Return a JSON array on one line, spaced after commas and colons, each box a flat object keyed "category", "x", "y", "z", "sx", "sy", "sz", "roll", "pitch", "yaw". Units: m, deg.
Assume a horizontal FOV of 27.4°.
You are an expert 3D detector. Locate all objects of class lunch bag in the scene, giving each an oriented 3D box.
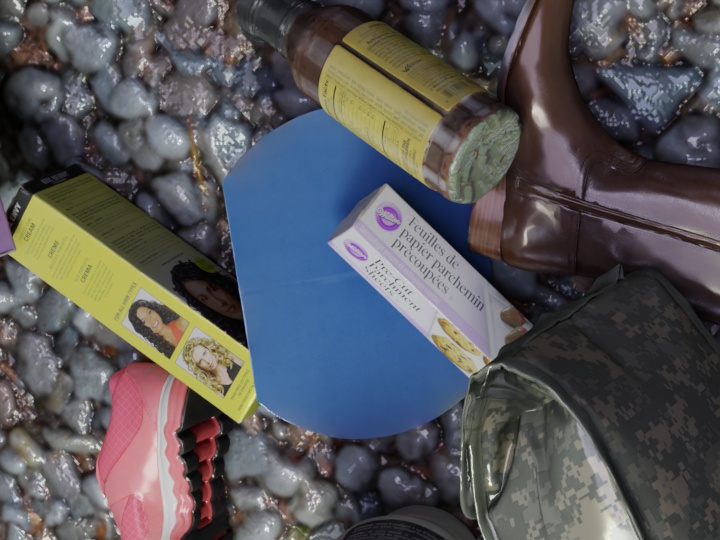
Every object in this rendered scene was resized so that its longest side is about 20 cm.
[{"category": "lunch bag", "x": 0.143, "y": 0.109, "z": 0.786, "sx": 0.117, "sy": 0.164, "sz": 0.201, "roll": -28, "pitch": 88, "yaw": 42}]

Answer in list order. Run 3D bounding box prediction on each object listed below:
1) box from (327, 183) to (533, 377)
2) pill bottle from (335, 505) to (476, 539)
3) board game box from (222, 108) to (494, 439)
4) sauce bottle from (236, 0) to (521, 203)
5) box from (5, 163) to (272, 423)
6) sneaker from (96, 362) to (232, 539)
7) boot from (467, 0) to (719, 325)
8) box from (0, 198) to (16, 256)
[{"category": "box", "x": 0.068, "y": 0.034, "z": 0.876, "sx": 0.200, "sy": 0.039, "sz": 0.041, "roll": 44, "pitch": 153, "yaw": -10}, {"category": "pill bottle", "x": 0.013, "y": 0.212, "z": 0.875, "sx": 0.110, "sy": 0.200, "sz": 0.112, "roll": 4, "pitch": 103, "yaw": 17}, {"category": "board game box", "x": 0.000, "y": 0.000, "z": 0.908, "sx": 0.157, "sy": 0.039, "sz": 0.202, "roll": -10, "pitch": 93, "yaw": -11}, {"category": "sauce bottle", "x": 0.005, "y": -0.113, "z": 0.853, "sx": 0.200, "sy": 0.064, "sz": 0.065, "roll": 41, "pitch": 112, "yaw": 32}, {"category": "box", "x": -0.132, "y": 0.011, "z": 0.946, "sx": 0.199, "sy": 0.075, "sz": 0.050, "roll": 34, "pitch": 113, "yaw": 7}, {"category": "sneaker", "x": -0.137, "y": 0.154, "z": 0.990, "sx": 0.086, "sy": 0.074, "sz": 0.202, "roll": 11, "pitch": 101, "yaw": 29}, {"category": "boot", "x": 0.173, "y": -0.067, "z": 0.840, "sx": 0.198, "sy": 0.064, "sz": 0.188, "roll": 16, "pitch": 114, "yaw": 15}, {"category": "box", "x": -0.326, "y": -0.086, "z": 0.935, "sx": 0.175, "sy": 0.096, "sz": 0.202, "roll": -7, "pitch": 101, "yaw": 49}]
